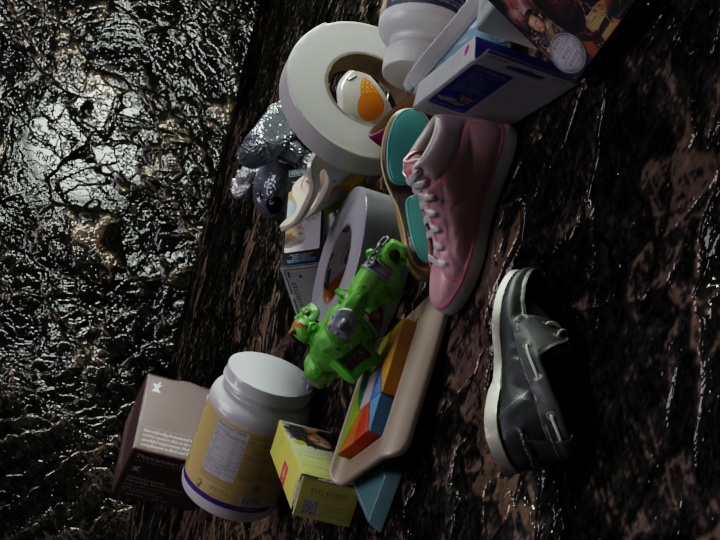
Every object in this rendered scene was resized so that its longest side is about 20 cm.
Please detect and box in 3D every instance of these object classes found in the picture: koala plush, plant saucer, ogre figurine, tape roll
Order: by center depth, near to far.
[{"bbox_3d":[-0.010,0.056,1.331,0.200,0.098,0.120,-32,15,52],"label":"ogre figurine"},{"bbox_3d":[0.007,0.216,1.378,0.200,0.019,0.070,-124,51,-72],"label":"plant saucer"},{"bbox_3d":[0.002,-0.207,1.471,0.037,0.202,0.203,128,154,-56],"label":"tape roll"},{"bbox_3d":[0.000,0.000,1.535,0.200,0.066,0.201,-164,90,-76],"label":"tape roll"},{"bbox_3d":[-0.106,-0.152,1.917,0.184,0.177,0.200,-73,9,-47],"label":"koala plush"}]

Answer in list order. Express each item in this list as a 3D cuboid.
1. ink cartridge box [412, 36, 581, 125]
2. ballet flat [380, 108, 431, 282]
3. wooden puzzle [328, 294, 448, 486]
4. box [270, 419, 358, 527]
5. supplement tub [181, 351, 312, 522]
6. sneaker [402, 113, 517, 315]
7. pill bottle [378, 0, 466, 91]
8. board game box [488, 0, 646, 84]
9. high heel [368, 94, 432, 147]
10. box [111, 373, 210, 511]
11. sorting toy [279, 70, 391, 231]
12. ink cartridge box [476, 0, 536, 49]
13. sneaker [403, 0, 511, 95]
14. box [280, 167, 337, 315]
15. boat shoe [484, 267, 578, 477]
[{"bbox_3d":[0.128,-0.179,1.184,0.200,0.095,0.037,161,125,-72],"label":"ink cartridge box"},{"bbox_3d":[0.057,-0.080,1.350,0.063,0.068,0.200,103,163,-66],"label":"ballet flat"},{"bbox_3d":[0.023,0.128,1.326,0.200,0.037,0.185,-42,27,63],"label":"wooden puzzle"},{"bbox_3d":[-0.058,0.240,1.484,0.200,0.075,0.050,-133,60,-72],"label":"box"},{"bbox_3d":[-0.155,0.229,1.714,0.145,0.145,0.200,-111,39,-67],"label":"supplement tub"},{"bbox_3d":[0.079,-0.061,1.232,0.075,0.104,0.201,-142,67,-72],"label":"sneaker"},{"bbox_3d":[0.082,-0.317,1.467,0.111,0.111,0.200,141,142,-66],"label":"pill bottle"},{"bbox_3d":[0.185,-0.268,1.009,0.035,0.136,0.200,-33,-16,-38],"label":"board game box"},{"bbox_3d":[0.085,-0.216,1.381,0.067,0.096,0.200,-96,26,-56],"label":"high heel"},{"bbox_3d":[-0.361,0.328,2.336,0.200,0.166,0.164,122,159,-50],"label":"box"},{"bbox_3d":[-0.039,-0.129,1.595,0.180,0.107,0.200,-45,-13,-48],"label":"sorting toy"},{"bbox_3d":[0.181,-0.334,1.169,0.147,0.083,0.200,131,150,-60],"label":"ink cartridge box"},{"bbox_3d":[0.137,-0.248,1.305,0.200,0.082,0.074,-50,-2,12],"label":"sneaker"},{"bbox_3d":[-0.066,-0.038,1.737,0.200,0.060,0.117,-88,-12,-45],"label":"box"},{"bbox_3d":[0.142,0.072,0.969,0.068,0.072,0.200,-21,36,26],"label":"boat shoe"}]
